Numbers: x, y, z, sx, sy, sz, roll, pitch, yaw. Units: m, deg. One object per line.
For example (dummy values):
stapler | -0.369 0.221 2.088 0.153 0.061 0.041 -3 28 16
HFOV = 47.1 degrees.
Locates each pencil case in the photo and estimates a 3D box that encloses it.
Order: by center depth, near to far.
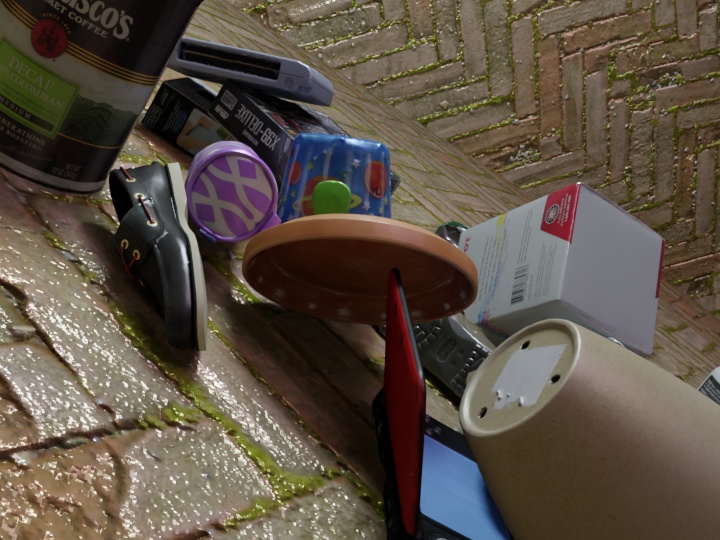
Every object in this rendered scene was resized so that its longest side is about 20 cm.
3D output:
pencil case | -0.120 -0.077 0.772 0.085 0.084 0.200 31 5 -16

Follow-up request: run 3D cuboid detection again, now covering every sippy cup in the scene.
sippy cup | -0.025 -0.066 0.821 0.139 0.132 0.177 4 7 -35

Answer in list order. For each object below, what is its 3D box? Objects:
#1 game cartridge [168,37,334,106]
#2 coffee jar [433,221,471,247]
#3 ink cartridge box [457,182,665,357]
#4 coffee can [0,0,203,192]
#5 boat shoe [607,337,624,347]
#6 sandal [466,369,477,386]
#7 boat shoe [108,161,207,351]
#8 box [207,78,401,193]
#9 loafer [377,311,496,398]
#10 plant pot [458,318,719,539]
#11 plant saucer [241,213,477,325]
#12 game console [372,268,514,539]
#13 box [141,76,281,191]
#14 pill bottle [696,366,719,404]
game cartridge | -0.136 -0.237 0.984 0.198 0.041 0.133 14 2 10
coffee jar | 0.163 -0.001 1.134 0.085 0.105 0.199 40 16 32
ink cartridge box | 0.213 0.020 0.936 0.144 0.146 0.200 27 -26 -25
coffee can | -0.241 -0.191 0.706 0.146 0.201 0.147 31 17 -10
boat shoe | 0.228 0.102 0.764 0.074 0.087 0.201 37 34 20
sandal | 0.131 0.135 0.686 0.081 0.054 0.200 63 6 -9
boat shoe | -0.153 -0.012 0.625 0.063 0.074 0.202 -7 42 -19
box | -0.061 -0.147 0.988 0.158 0.050 0.199 44 20 26
loafer | 0.084 0.072 0.855 0.200 0.075 0.070 48 9 26
plant pot | 0.161 0.130 0.523 0.200 0.187 0.188 46 13 -16
plant saucer | 0.000 0.000 0.699 0.199 0.200 0.033 22 63 -36
game console | 0.070 0.116 0.592 0.172 0.119 0.200 30 17 -13
box | -0.158 -0.159 1.031 0.199 0.060 0.117 34 17 -2
pill bottle | 0.436 0.185 0.968 0.116 0.201 0.117 30 17 -10
